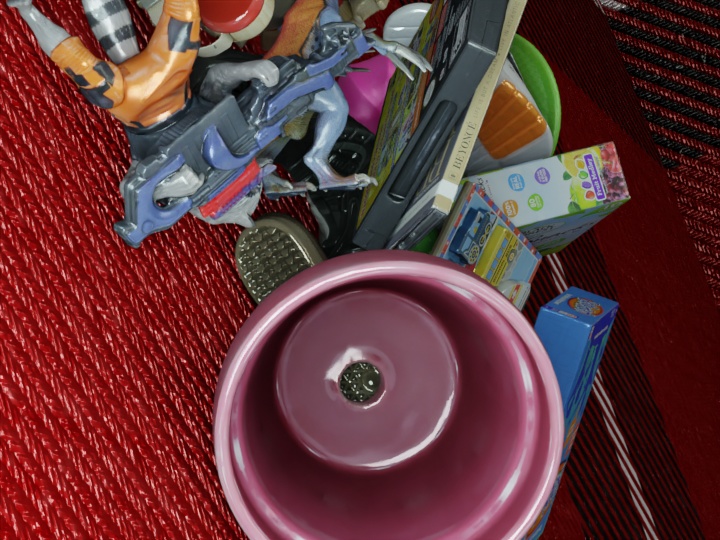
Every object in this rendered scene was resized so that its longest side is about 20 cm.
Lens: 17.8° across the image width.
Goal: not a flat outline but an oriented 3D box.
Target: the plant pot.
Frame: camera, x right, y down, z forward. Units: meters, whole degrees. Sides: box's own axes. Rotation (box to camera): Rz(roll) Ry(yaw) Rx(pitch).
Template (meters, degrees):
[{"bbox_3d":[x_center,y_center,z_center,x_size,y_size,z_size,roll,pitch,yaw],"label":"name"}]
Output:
[{"bbox_3d":[0.010,0.079,1.370,0.200,0.200,0.179,64,0,-10],"label":"plant pot"}]

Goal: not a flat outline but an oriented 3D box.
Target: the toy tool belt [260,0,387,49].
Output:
[{"bbox_3d":[-0.010,-0.239,1.680,0.123,0.200,0.125,50,21,-44],"label":"toy tool belt"}]

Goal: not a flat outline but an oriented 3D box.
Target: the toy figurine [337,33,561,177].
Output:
[{"bbox_3d":[0.030,-0.133,1.840,0.184,0.200,0.151,1,101,-53],"label":"toy figurine"}]

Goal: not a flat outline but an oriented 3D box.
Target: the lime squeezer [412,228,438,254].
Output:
[{"bbox_3d":[0.035,0.001,1.717,0.038,0.071,0.201,-9,91,-33],"label":"lime squeezer"}]

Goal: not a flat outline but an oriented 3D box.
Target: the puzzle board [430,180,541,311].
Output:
[{"bbox_3d":[0.067,0.053,1.644,0.200,0.017,0.151,-64,149,-9],"label":"puzzle board"}]

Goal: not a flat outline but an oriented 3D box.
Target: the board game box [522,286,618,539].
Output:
[{"bbox_3d":[0.139,0.119,1.759,0.152,0.045,0.200,-24,133,-75],"label":"board game box"}]

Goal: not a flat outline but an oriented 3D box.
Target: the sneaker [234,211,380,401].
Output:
[{"bbox_3d":[-0.015,0.050,1.516,0.200,0.070,0.076,66,14,-5],"label":"sneaker"}]

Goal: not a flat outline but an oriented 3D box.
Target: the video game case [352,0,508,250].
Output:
[{"bbox_3d":[0.054,-0.136,1.549,0.025,0.181,0.200,24,38,-9],"label":"video game case"}]

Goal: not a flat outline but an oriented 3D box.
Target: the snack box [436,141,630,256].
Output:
[{"bbox_3d":[0.111,-0.039,1.787,0.200,0.142,0.053,134,-61,-74],"label":"snack box"}]

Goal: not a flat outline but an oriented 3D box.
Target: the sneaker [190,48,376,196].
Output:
[{"bbox_3d":[-0.070,-0.114,1.590,0.091,0.076,0.200,50,11,30],"label":"sneaker"}]

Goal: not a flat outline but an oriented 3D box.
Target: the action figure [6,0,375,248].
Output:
[{"bbox_3d":[-0.098,-0.116,1.369,0.105,0.200,0.194,20,-41,54],"label":"action figure"}]

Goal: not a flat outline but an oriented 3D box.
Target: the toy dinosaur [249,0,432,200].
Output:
[{"bbox_3d":[-0.026,-0.141,1.474,0.200,0.105,0.182,1,84,-46],"label":"toy dinosaur"}]

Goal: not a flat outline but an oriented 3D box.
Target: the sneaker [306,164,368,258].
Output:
[{"bbox_3d":[0.000,0.000,1.643,0.200,0.074,0.079,-89,168,-48],"label":"sneaker"}]

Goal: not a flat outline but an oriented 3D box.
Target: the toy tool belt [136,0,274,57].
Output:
[{"bbox_3d":[-0.100,-0.212,1.499,0.200,0.125,0.123,56,7,26],"label":"toy tool belt"}]

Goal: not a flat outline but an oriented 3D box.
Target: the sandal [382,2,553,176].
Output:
[{"bbox_3d":[0.083,-0.145,1.726,0.207,0.079,0.059,52,26,-43],"label":"sandal"}]

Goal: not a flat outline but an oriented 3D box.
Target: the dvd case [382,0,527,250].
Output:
[{"bbox_3d":[0.061,-0.104,1.548,0.016,0.149,0.200,24,68,-9],"label":"dvd case"}]
